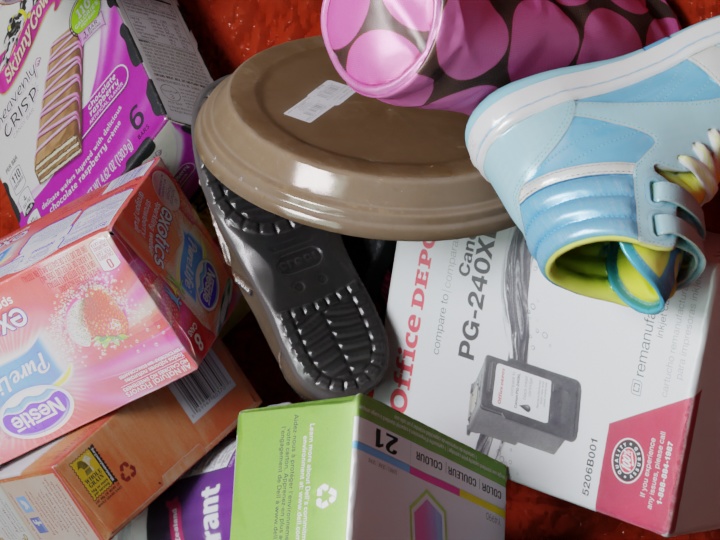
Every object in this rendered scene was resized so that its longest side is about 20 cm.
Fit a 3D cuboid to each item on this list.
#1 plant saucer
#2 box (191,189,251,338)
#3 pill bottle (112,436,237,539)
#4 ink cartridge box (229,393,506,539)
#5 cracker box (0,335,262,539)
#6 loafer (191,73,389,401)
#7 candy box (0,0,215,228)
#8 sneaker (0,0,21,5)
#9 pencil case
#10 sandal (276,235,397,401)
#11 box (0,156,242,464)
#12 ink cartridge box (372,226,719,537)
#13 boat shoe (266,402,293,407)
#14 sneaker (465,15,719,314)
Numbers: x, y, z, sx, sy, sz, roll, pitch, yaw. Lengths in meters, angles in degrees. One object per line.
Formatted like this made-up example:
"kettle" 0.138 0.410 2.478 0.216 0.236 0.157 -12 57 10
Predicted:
"plant saucer" 0.013 -0.075 1.520 0.200 0.200 0.030 28 127 33
"box" -0.064 -0.034 1.675 0.200 0.050 0.075 -42 66 31
"pill bottle" -0.058 0.148 1.643 0.199 0.111 0.112 -18 82 37
"ink cartridge box" 0.003 0.179 1.436 0.075 0.148 0.201 -10 68 32
"cracker box" -0.164 0.103 1.672 0.200 0.134 0.058 -16 111 54
"loafer" -0.046 -0.011 1.576 0.071 0.073 0.201 113 142 -64
"candy box" -0.159 -0.105 1.705 0.136 0.061 0.201 -50 47 28
"sneaker" -0.138 -0.216 1.641 0.088 0.200 0.075 -18 114 44
"pencil case" 0.072 -0.125 1.472 0.094 0.199 0.091 51 119 35
"sandal" 0.000 0.000 1.620 0.075 0.045 0.200 54 140 30
"box" -0.178 0.034 1.615 0.199 0.103 0.095 -26 106 23
"ink cartridge box" 0.110 0.039 1.524 0.199 0.083 0.146 17 103 36
"boat shoe" -0.055 0.168 1.503 0.067 0.072 0.201 -4 77 6
"sneaker" 0.163 -0.046 1.422 0.199 0.080 0.131 -18 57 -3
